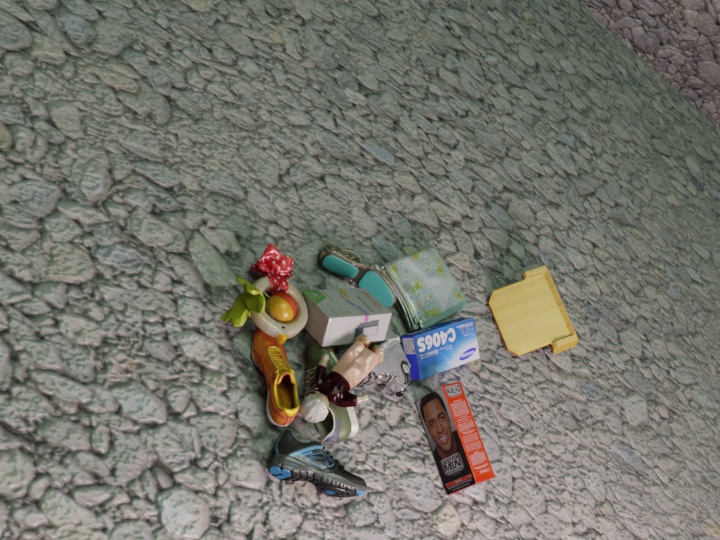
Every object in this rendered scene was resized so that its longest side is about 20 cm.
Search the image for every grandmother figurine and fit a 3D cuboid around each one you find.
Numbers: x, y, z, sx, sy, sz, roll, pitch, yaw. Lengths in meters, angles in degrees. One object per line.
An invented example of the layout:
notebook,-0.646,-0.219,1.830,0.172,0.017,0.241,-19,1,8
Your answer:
grandmother figurine,-0.036,0.210,1.384,0.120,0.061,0.199,32,53,25

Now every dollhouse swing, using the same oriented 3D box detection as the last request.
dollhouse swing,0.432,0.122,1.878,0.182,0.173,0.204,43,25,-71

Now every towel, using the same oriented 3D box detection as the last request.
towel,0.149,0.039,1.710,0.198,0.048,0.174,-20,77,-42

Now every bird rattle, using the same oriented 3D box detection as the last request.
bird rattle,-0.173,0.058,1.432,0.163,0.113,0.200,46,31,-1

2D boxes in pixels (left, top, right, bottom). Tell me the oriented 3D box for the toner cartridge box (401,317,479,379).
toner cartridge box,0.180,0.170,1.637,0.197,0.043,0.098,-13,96,-40

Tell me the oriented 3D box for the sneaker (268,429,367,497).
sneaker,-0.069,0.354,1.347,0.197,0.073,0.083,27,50,-21

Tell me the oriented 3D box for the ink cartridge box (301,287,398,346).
ink cartridge box,-0.018,0.091,1.508,0.197,0.069,0.117,-2,28,-37

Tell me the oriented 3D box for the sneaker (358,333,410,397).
sneaker,0.042,0.217,1.511,0.199,0.075,0.117,-30,86,-44

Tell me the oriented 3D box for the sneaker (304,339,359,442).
sneaker,-0.074,0.233,1.416,0.089,0.067,0.204,-11,74,-45

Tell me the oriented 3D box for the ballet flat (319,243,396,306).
ballet flat,0.000,0.000,1.618,0.198,0.068,0.076,32,34,-14

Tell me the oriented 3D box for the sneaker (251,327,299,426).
sneaker,-0.151,0.186,1.380,0.072,0.077,0.203,-1,56,-35

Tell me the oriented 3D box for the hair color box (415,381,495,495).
hair color box,0.193,0.345,1.525,0.060,0.101,0.204,-4,66,-37
